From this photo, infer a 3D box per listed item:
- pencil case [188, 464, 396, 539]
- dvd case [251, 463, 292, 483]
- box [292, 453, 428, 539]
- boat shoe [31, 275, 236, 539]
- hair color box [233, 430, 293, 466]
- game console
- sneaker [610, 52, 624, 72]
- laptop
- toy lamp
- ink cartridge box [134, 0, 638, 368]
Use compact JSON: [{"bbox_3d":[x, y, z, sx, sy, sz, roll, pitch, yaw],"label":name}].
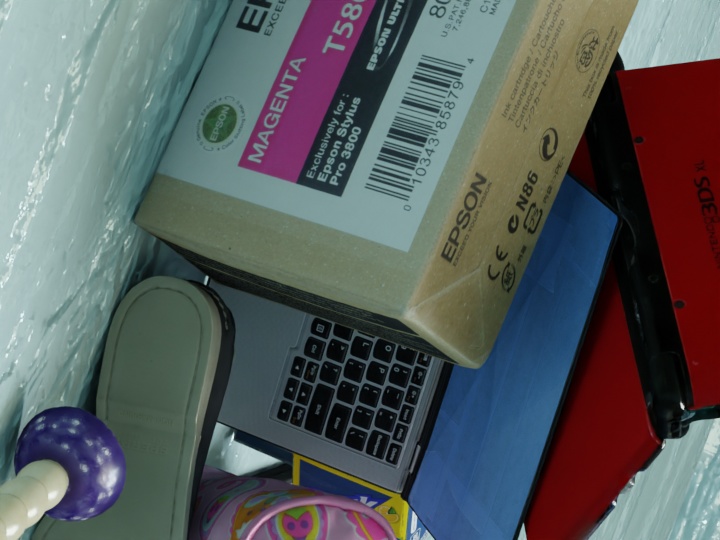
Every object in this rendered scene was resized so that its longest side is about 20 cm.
[{"bbox_3d":[-0.051,0.138,1.272,0.088,0.087,0.200,-66,-161,-8],"label":"pencil case"},{"bbox_3d":[-0.081,0.208,1.547,0.143,0.017,0.201,-10,120,-73],"label":"dvd case"},{"bbox_3d":[0.038,0.057,1.425,0.200,0.070,0.065,-55,157,-41],"label":"box"},{"bbox_3d":[-0.098,0.103,1.247,0.063,0.072,0.201,13,93,-71],"label":"boat shoe"},{"bbox_3d":[0.000,0.000,1.467,0.100,0.060,0.201,-30,139,-66],"label":"hair color box"},{"bbox_3d":[0.146,0.016,1.205,0.119,0.171,0.201,84,-2,-47],"label":"game console"},{"bbox_3d":[0.081,-0.151,1.410,0.200,0.089,0.079,52,34,-51],"label":"sneaker"},{"bbox_3d":[0.010,0.020,1.252,0.116,0.199,0.188,-28,137,-72],"label":"laptop"},{"bbox_3d":[-0.159,0.112,1.083,0.200,0.058,0.059,-39,147,-64],"label":"toy lamp"},{"bbox_3d":[0.014,-0.077,1.199,0.075,0.164,0.201,34,77,-52],"label":"ink cartridge box"}]
